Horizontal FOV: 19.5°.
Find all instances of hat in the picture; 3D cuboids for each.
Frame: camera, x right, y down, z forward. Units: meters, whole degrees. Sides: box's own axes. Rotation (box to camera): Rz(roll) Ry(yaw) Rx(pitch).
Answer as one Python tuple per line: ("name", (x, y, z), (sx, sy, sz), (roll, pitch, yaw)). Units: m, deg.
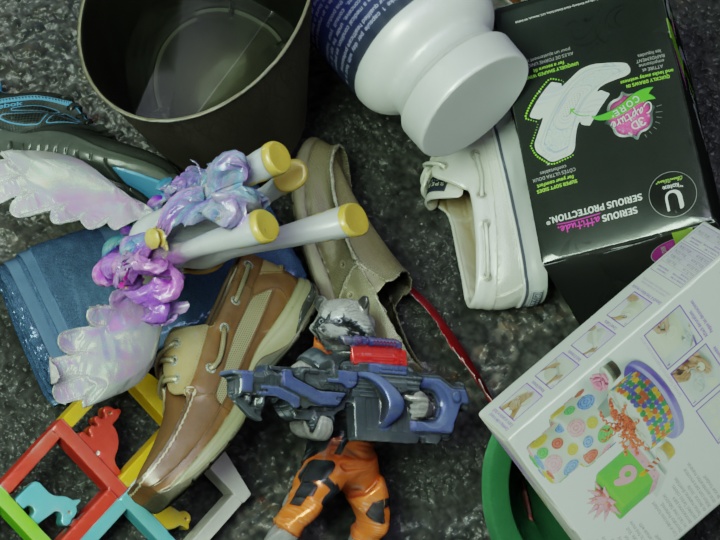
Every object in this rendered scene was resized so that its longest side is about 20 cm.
("hat", (0.133, 0.106, 1.484), (0.164, 0.176, 0.202), (-13, 109, -14))

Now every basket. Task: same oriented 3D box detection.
("basket", (-0.097, -0.143, 1.399), (0.135, 0.200, 0.181), (31, 77, 11))

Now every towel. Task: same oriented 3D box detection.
("towel", (-0.145, 0.010, 1.464), (0.198, 0.049, 0.112), (-21, 71, -17))

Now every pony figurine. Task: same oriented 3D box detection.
("pony figurine", (-0.123, -0.014, 1.317), (0.192, 0.199, 0.168), (-7, 78, -57))

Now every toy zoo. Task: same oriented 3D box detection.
("toy zoo", (-0.162, 0.151, 1.390), (0.131, 0.020, 0.200), (47, 66, -11))

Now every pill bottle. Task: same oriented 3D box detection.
("pill bottle", (0.020, -0.181, 1.443), (0.115, 0.116, 0.200), (-30, 65, -20))

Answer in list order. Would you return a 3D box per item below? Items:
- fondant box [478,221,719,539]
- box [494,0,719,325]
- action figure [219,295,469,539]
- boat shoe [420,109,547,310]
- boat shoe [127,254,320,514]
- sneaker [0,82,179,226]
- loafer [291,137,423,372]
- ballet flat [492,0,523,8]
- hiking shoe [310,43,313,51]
("fondant box", (0.197, 0.088, 1.371), (0.200, 0.058, 0.145), (-40, 115, -5))
("box", (0.183, -0.084, 1.487), (0.123, 0.149, 0.202), (-14, 66, 13))
("action figure", (-0.035, 0.108, 1.369), (0.199, 0.104, 0.196), (17, 82, -38))
("boat shoe", (0.078, -0.065, 1.526), (0.069, 0.071, 0.202), (-8, 75, -16))
("boat shoe", (-0.102, 0.069, 1.385), (0.074, 0.076, 0.201), (37, 54, -6))
("sneaker", (-0.206, -0.090, 1.461), (0.198, 0.074, 0.082), (16, 52, 21))
("loafer", (0.000, 0.000, 1.473), (0.067, 0.076, 0.202), (-14, 78, 10))
("ballet flat", (0.117, -0.227, 1.603), (0.199, 0.062, 0.068), (38, 66, 8))
("hiking shoe", (-0.060, -0.176, 1.555), (0.199, 0.074, 0.087), (-27, 80, -9))
